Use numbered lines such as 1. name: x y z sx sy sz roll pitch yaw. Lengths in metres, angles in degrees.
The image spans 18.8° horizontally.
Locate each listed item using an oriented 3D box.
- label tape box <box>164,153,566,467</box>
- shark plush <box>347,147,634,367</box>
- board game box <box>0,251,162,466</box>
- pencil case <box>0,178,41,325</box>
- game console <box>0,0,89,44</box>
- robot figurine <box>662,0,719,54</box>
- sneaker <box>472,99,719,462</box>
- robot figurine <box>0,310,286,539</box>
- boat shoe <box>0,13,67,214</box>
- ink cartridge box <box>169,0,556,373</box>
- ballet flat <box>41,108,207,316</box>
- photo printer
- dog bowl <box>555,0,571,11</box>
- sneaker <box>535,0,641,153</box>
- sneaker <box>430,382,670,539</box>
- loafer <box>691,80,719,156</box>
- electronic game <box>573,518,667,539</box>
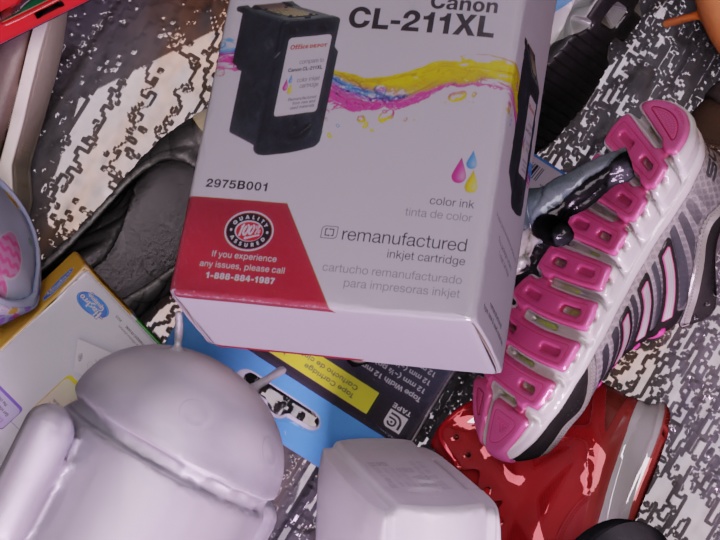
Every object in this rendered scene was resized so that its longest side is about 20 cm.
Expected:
1. label tape box: 0.000 0.000 1.150 0.143 0.066 0.200 32 118 4
2. shark plush: 0.033 -0.021 1.062 0.199 0.091 0.084 -23 72 28
3. board game box: -0.169 0.113 1.130 0.200 0.040 0.153 -42 111 -4
4. pencil case: -0.259 0.017 1.116 0.199 0.083 0.091 -25 97 23
5. game console: -0.168 -0.208 1.168 0.199 0.031 0.177 -26 49 -4
6. robot figurine: 0.260 -0.169 1.154 0.200 0.117 0.144 -35 87 -4
7. sneaker: 0.134 0.017 1.112 0.087 0.074 0.200 28 91 -35
8. robot figurine: -0.111 0.121 1.064 0.113 0.169 0.201 29 88 43
9. boat shoe: -0.199 -0.088 1.170 0.059 0.072 0.201 11 87 2
10. ink cartridge box: 0.005 -0.064 1.020 0.145 0.083 0.201 5 71 14
11. ballet flat: -0.123 -0.011 1.165 0.066 0.057 0.200 43 85 6
12. photo printer: 0.019 0.196 1.076 0.069 0.166 0.201 0 98 -12
13. dog bowl: 0.033 -0.178 1.149 0.199 0.050 0.112 -13 67 21
14. sneaker: 0.093 -0.137 1.179 0.088 0.074 0.200 41 94 29
15. sneaker: 0.078 0.144 1.148 0.115 0.078 0.201 22 72 11
16. loafer: 0.232 -0.006 1.162 0.071 0.073 0.200 -37 75 1
17. electronic game: 0.117 0.223 1.078 0.041 0.200 0.201 7 82 34
